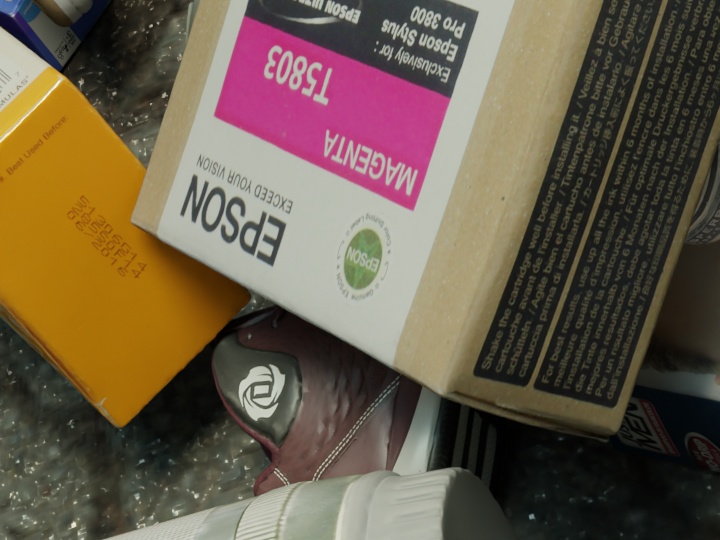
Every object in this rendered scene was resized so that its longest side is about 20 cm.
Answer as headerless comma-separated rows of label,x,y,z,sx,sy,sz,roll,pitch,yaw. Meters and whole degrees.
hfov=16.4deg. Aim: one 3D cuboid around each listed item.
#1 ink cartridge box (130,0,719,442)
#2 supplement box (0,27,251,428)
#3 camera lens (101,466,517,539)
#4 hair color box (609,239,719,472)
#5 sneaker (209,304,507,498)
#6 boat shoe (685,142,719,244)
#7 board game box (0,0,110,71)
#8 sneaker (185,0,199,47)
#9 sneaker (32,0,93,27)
ink cartridge box,0.023,-0.058,0.792,0.200,0.075,0.166,26,99,53
supplement box,-0.141,-0.040,0.938,0.074,0.126,0.200,-44,37,-6
camera lens,-0.043,0.156,0.776,0.199,0.160,0.161,-17,54,14
hair color box,0.179,0.022,0.822,0.199,0.061,0.101,10,64,30
sneaker,0.000,0.000,0.910,0.115,0.076,0.201,-2,60,27
boat shoe,0.070,-0.084,0.859,0.072,0.067,0.201,-61,31,34
board game box,-0.175,-0.181,1.120,0.199,0.045,0.135,24,73,34
sneaker,-0.005,-0.151,1.019,0.079,0.075,0.201,13,72,15
sneaker,-0.125,-0.193,1.031,0.108,0.070,0.200,-34,49,4
